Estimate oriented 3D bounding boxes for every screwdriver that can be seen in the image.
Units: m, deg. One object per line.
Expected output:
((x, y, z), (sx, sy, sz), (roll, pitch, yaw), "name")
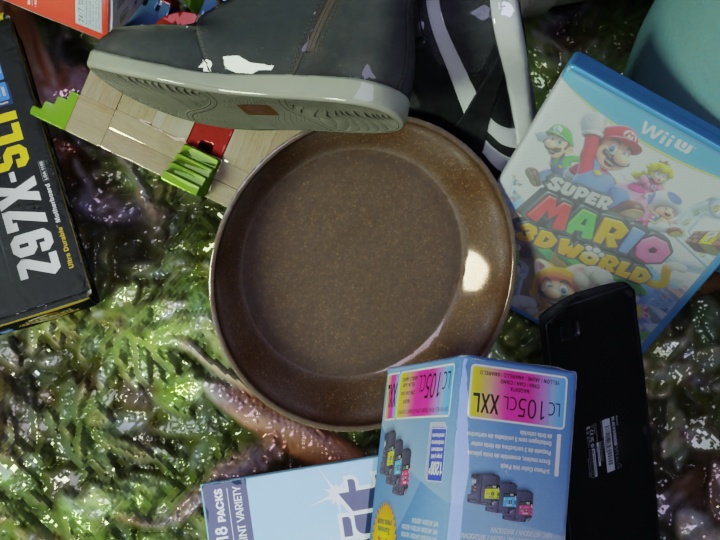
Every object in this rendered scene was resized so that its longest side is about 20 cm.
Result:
((-0.002, 0.000, 0.859), (0.029, 0.028, 0.202), (-7, 79, -36), "screwdriver")

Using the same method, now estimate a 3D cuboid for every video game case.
((0.151, -0.028, 0.797), (0.142, 0.200, 0.018), (29, 48, 1), "video game case")

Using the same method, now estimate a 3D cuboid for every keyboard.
((0.137, 0.112, 0.819), (0.103, 0.040, 0.202), (-15, 103, -28), "keyboard")

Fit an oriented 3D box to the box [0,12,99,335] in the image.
((-0.276, -0.050, 0.838), (0.158, 0.049, 0.202), (-17, 82, -8), "box")

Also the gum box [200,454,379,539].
((0.008, 0.205, 0.816), (0.198, 0.045, 0.171), (-8, 81, -5), "gum box")

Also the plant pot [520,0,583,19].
((0.164, -0.261, 0.845), (0.182, 0.200, 0.202), (-5, 81, -16), "plant pot")

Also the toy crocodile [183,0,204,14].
((-0.027, -0.165, 0.865), (0.199, 0.068, 0.062), (28, 84, 3), "toy crocodile")

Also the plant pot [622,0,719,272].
((0.258, -0.129, 0.782), (0.198, 0.189, 0.201), (0, 54, 0), "plant pot")

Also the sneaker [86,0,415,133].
((-0.057, -0.142, 0.737), (0.198, 0.075, 0.107), (8, 79, 18), "sneaker")

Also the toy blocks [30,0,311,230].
((-0.089, -0.119, 0.818), (0.199, 0.100, 0.138), (25, 94, 4), "toy blocks")

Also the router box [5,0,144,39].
((-0.193, -0.255, 0.826), (0.178, 0.049, 0.201), (23, 52, 6), "router box")

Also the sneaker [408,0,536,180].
((0.055, -0.105, 0.816), (0.111, 0.201, 0.074), (-6, 52, 10), "sneaker")

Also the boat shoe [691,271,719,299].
((0.242, -0.021, 0.859), (0.198, 0.068, 0.073), (-12, 82, -6), "boat shoe")

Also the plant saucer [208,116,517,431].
((0.000, 0.000, 0.797), (0.199, 0.037, 0.202), (-5, 105, -18), "plant saucer")

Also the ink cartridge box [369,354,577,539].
((0.057, 0.155, 0.731), (0.076, 0.136, 0.202), (7, 80, -16), "ink cartridge box")
